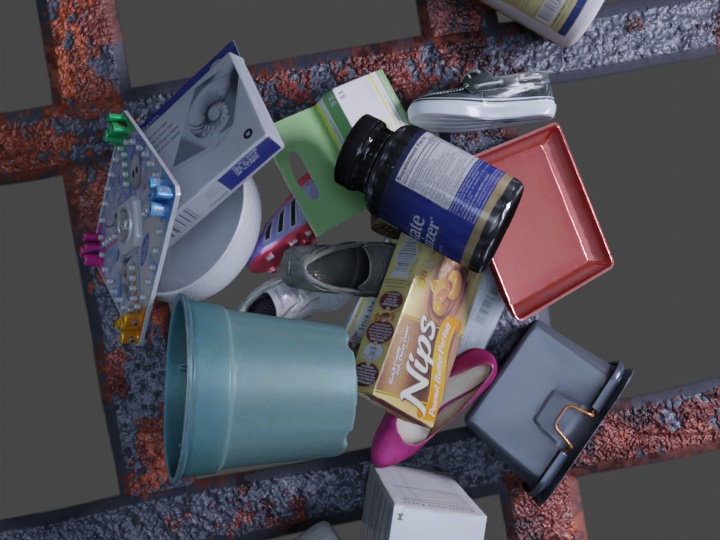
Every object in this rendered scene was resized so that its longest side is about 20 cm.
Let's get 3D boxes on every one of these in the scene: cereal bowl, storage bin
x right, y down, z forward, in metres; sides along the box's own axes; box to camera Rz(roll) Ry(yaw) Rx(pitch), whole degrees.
[{"bbox_3d":[-0.197,-0.050,1.068,0.196,0.083,0.205,-13,63,27],"label":"cereal bowl"},{"bbox_3d":[0.223,0.165,1.089,0.133,0.146,0.202,35,88,8],"label":"storage bin"}]

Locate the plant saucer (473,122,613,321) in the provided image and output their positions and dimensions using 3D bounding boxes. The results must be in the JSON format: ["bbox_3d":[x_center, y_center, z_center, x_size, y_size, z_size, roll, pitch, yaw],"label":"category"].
[{"bbox_3d":[0.212,-0.062,1.094,0.197,0.036,0.204,-24,92,-35],"label":"plant saucer"}]

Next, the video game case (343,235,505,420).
[{"bbox_3d":[0.081,0.062,1.134,0.179,0.023,0.204,25,90,-2],"label":"video game case"}]

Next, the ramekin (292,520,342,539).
[{"bbox_3d":[-0.028,0.400,1.045,0.097,0.200,0.202,-35,91,-10],"label":"ramekin"}]

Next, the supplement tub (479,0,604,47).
[{"bbox_3d":[0.208,-0.383,1.078,0.197,0.144,0.147,28,89,-2],"label":"supplement tub"}]

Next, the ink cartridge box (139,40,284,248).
[{"bbox_3d":[-0.201,-0.159,1.037,0.198,0.040,0.202,-38,54,15],"label":"ink cartridge box"}]

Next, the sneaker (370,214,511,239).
[{"bbox_3d":[0.103,-0.084,1.101,0.195,0.067,0.092,6,74,-20],"label":"sneaker"}]

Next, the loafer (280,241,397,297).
[{"bbox_3d":[0.000,0.000,1.053,0.196,0.069,0.072,-3,96,-31],"label":"loafer"}]

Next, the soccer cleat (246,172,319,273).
[{"bbox_3d":[-0.073,-0.074,1.097,0.199,0.067,0.077,-40,73,-16],"label":"soccer cleat"}]

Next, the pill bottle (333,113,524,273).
[{"bbox_3d":[0.074,-0.092,0.980,0.197,0.112,0.114,29,89,12],"label":"pill bottle"}]

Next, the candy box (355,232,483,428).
[{"bbox_3d":[0.067,0.070,1.046,0.115,0.055,0.204,33,72,-39],"label":"candy box"}]

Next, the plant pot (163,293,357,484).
[{"bbox_3d":[-0.115,0.134,0.989,0.191,0.200,0.206,4,90,-19],"label":"plant pot"}]

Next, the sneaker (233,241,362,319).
[{"bbox_3d":[-0.070,0.030,1.089,0.197,0.100,0.076,-31,89,-4],"label":"sneaker"}]

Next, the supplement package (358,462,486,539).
[{"bbox_3d":[0.067,0.311,1.039,0.111,0.200,0.113,9,90,-6],"label":"supplement package"}]

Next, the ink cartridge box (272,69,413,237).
[{"bbox_3d":[-0.011,-0.147,1.063,0.199,0.048,0.148,-32,93,-44],"label":"ink cartridge box"}]

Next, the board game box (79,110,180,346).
[{"bbox_3d":[-0.273,-0.052,1.012,0.025,0.200,0.204,1,122,-35],"label":"board game box"}]

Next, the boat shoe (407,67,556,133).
[{"bbox_3d":[0.152,-0.221,1.120,0.195,0.072,0.073,-4,82,-14],"label":"boat shoe"}]

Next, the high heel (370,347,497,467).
[{"bbox_3d":[0.089,0.173,1.075,0.199,0.096,0.068,-39,92,-1],"label":"high heel"}]
